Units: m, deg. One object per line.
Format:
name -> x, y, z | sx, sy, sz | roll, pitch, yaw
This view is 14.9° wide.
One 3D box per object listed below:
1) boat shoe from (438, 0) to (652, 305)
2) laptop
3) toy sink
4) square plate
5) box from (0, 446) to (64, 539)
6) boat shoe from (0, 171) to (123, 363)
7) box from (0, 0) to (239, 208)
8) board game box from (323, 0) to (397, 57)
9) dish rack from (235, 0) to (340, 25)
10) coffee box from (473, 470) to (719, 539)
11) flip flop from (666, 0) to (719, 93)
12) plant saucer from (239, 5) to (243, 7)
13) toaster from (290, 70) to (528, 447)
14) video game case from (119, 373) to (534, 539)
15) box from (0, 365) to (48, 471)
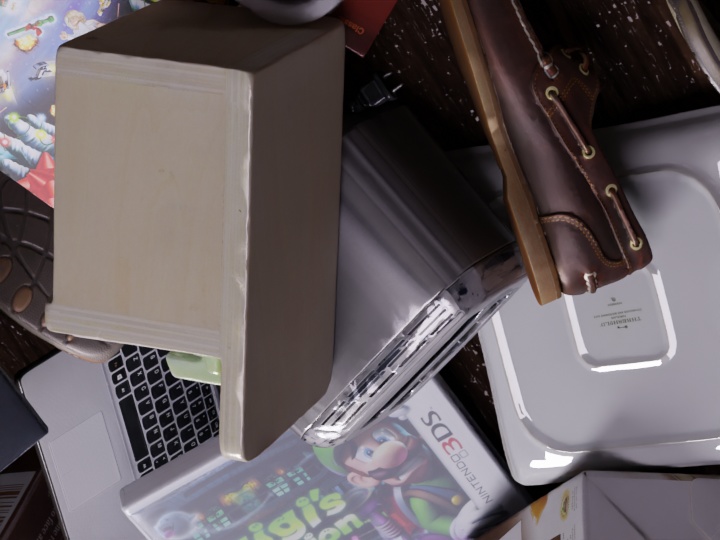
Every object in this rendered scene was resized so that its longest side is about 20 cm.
boat shoe -> 0.093, -0.085, 1.428 | 0.070, 0.070, 0.200 | -20, 101, 2
laptop -> -0.074, 0.104, 1.627 | 0.116, 0.200, 0.187 | 34, 147, 42
toy sink -> -0.083, -0.023, 1.376 | 0.112, 0.130, 0.200 | 8, 109, 19
square plate -> 0.141, 0.020, 1.489 | 0.200, 0.028, 0.198 | -8, 104, 32
box -> -0.228, 0.236, 1.733 | 0.164, 0.166, 0.200 | -9, 128, 36
boat shoe -> -0.207, -0.020, 1.566 | 0.200, 0.076, 0.072 | 42, 161, 9
box -> -0.149, -0.144, 1.438 | 0.137, 0.040, 0.200 | 35, 110, -15
board game box -> -0.059, -0.199, 1.385 | 0.200, 0.019, 0.103 | 28, 103, -14
dish rack -> -0.060, -0.235, 1.341 | 0.200, 0.044, 0.172 | 33, 99, -14
coffee box -> 0.142, 0.177, 1.586 | 0.114, 0.080, 0.200 | 4, 161, -19
flip flop -> 0.232, -0.093, 1.407 | 0.200, 0.081, 0.058 | 35, 109, -16
plant saucer -> -0.120, -0.088, 1.528 | 0.200, 0.032, 0.200 | 8, 132, 9
toaster -> 0.000, 0.000, 1.483 | 0.129, 0.114, 0.200 | 47, 118, 8
video game case -> -0.013, 0.145, 1.651 | 0.200, 0.023, 0.182 | -29, 127, 11
box -> -0.302, 0.023, 1.542 | 0.123, 0.198, 0.200 | -39, 121, -9
